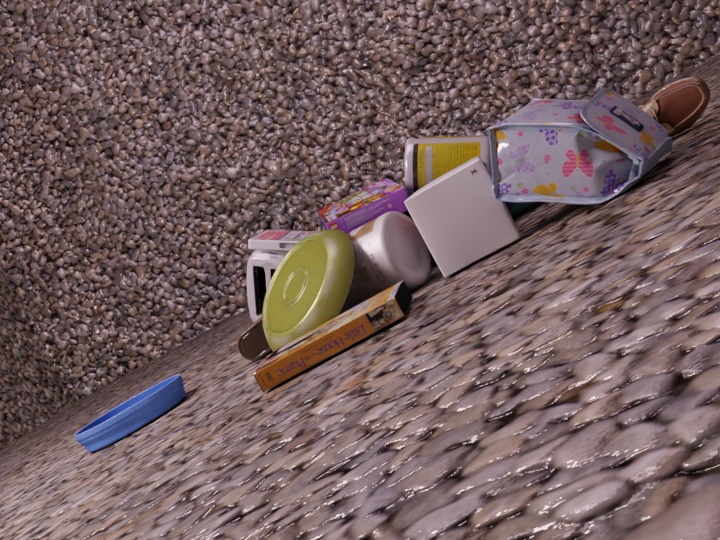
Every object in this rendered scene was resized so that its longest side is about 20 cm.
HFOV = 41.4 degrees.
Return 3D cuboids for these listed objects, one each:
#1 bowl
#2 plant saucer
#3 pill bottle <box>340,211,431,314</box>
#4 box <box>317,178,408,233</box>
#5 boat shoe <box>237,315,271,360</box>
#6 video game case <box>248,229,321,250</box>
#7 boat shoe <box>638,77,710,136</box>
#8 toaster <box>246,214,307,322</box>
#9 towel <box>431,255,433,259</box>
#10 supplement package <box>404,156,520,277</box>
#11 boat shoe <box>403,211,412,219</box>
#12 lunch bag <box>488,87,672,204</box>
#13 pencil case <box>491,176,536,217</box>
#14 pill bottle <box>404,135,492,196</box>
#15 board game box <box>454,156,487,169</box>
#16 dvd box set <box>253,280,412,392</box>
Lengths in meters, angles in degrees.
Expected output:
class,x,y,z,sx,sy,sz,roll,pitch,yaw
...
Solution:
class,x,y,z,sx,sy,sz,roll,pitch,yaw
bowl,-0.383,0.242,1.608,0.199,0.040,0.201,-29,3,2
plant saucer,-0.083,0.027,1.351,0.199,0.031,0.202,-35,40,36
pill bottle,-0.004,0.003,1.400,0.199,0.115,0.114,-27,4,34
box,0.003,-0.100,1.567,0.136,0.039,0.200,-25,11,-2
boat shoe,-0.118,0.076,1.597,0.199,0.072,0.068,-28,5,9
video game case,-0.074,-0.049,1.586,0.198,0.018,0.143,3,9,7
boat shoe,0.441,-0.219,1.450,0.200,0.076,0.072,-38,0,40
toaster,-0.133,0.015,1.708,0.112,0.202,0.129,9,25,20
towel,0.132,-0.045,1.679,0.132,0.035,0.200,-29,3,-32
supplement package,0.145,-0.081,1.355,0.119,0.122,0.200,-28,3,9
boat shoe,0.075,-0.068,1.558,0.067,0.072,0.200,-25,11,-10
lunch bag,0.288,-0.161,1.233,0.198,0.128,0.169,8,24,30
pencil case,0.276,-0.148,1.581,0.199,0.086,0.092,-29,17,-4
pill bottle,0.180,-0.181,1.678,0.198,0.113,0.111,-1,9,10
board game box,0.125,-0.091,1.573,0.200,0.029,0.136,-29,40,54
dvd box set,-0.030,0.080,1.199,0.199,0.030,0.146,-29,3,11
